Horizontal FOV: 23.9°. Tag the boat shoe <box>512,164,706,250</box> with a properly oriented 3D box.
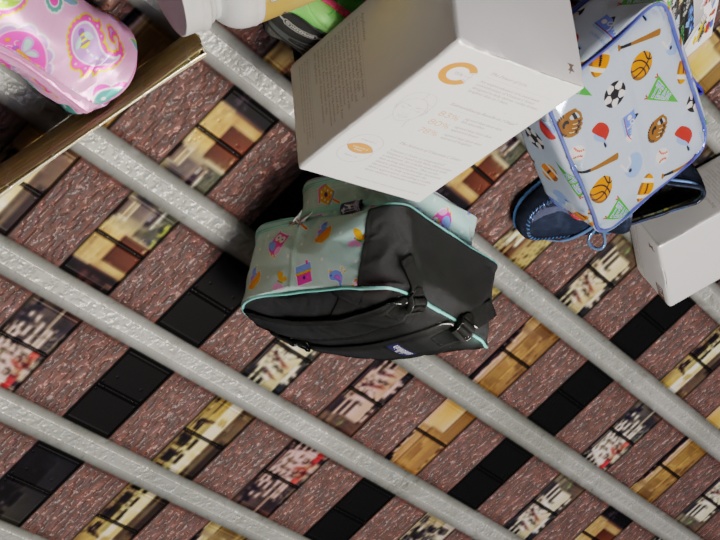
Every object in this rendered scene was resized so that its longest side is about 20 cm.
[{"bbox_3d":[0.246,-0.072,1.650,0.199,0.069,0.084,-22,136,-14],"label":"boat shoe"}]

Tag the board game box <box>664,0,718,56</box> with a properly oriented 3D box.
[{"bbox_3d":[0.282,-0.268,1.485,0.126,0.035,0.201,-40,146,-39],"label":"board game box"}]

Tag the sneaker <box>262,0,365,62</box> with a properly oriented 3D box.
[{"bbox_3d":[-0.010,-0.186,1.399,0.083,0.077,0.200,-16,151,28],"label":"sneaker"}]

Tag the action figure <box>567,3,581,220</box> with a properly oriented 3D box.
[{"bbox_3d":[0.186,-0.147,1.546,0.065,0.099,0.201,-20,116,-48],"label":"action figure"}]

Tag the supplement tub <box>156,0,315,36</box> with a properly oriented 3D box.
[{"bbox_3d":[-0.060,-0.263,1.231,0.199,0.145,0.145,-23,136,-12],"label":"supplement tub"}]

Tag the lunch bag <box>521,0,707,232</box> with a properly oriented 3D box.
[{"bbox_3d":[0.216,-0.139,1.440,0.160,0.076,0.200,-41,137,-12],"label":"lunch bag"}]

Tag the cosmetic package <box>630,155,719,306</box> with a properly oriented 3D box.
[{"bbox_3d":[0.378,-0.060,1.745,0.199,0.074,0.102,-27,137,-6],"label":"cosmetic package"}]

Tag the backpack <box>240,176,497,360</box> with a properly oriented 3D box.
[{"bbox_3d":[0.000,0.000,1.487,0.199,0.154,0.175,-16,153,37],"label":"backpack"}]

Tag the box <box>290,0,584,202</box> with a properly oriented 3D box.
[{"bbox_3d":[0.054,-0.148,1.294,0.124,0.098,0.200,14,148,-35],"label":"box"}]

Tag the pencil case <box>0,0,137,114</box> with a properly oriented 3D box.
[{"bbox_3d":[-0.254,-0.183,1.221,0.087,0.088,0.200,-47,139,13],"label":"pencil case"}]

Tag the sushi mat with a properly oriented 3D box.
[{"bbox_3d":[-0.204,-0.120,1.309,0.200,0.096,0.012,-35,107,0],"label":"sushi mat"}]
